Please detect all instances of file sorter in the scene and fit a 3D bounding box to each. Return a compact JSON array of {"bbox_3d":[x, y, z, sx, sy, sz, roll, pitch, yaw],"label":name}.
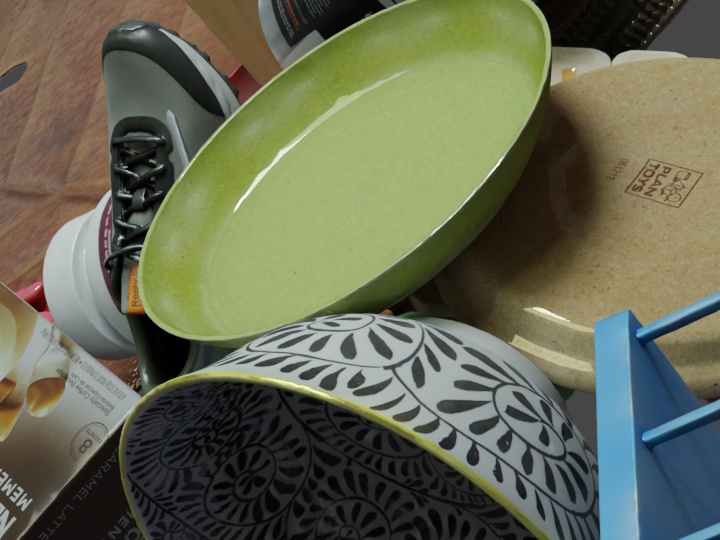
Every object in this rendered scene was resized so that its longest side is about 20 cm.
[{"bbox_3d":[0.151,0.100,0.487,0.122,0.139,0.201,-27,31,25],"label":"file sorter"}]

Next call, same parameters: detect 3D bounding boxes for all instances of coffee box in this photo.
[{"bbox_3d":[-0.185,0.092,0.985,0.115,0.080,0.199,-49,43,-9],"label":"coffee box"}]

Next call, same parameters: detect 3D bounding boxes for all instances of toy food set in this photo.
[{"bbox_3d":[0.120,-0.018,0.703,0.196,0.049,0.201,6,45,19],"label":"toy food set"}]

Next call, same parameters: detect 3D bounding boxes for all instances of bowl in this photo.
[{"bbox_3d":[0.020,0.080,0.644,0.200,0.201,0.094,-14,31,45],"label":"bowl"}]

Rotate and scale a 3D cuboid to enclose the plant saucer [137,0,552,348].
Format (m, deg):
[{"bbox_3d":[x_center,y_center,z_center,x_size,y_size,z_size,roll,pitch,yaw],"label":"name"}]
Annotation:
[{"bbox_3d":[-0.002,-0.038,0.724,0.199,0.031,0.201,-28,31,18],"label":"plant saucer"}]

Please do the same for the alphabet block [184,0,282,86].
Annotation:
[{"bbox_3d":[-0.038,-0.271,1.105,0.195,0.200,0.196,-31,30,25],"label":"alphabet block"}]

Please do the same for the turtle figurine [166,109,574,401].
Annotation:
[{"bbox_3d":[0.000,0.000,0.819,0.193,0.143,0.202,17,88,48],"label":"turtle figurine"}]

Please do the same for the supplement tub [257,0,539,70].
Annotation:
[{"bbox_3d":[0.031,-0.168,0.931,0.123,0.122,0.200,-56,10,-24],"label":"supplement tub"}]

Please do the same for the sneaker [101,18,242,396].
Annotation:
[{"bbox_3d":[-0.095,-0.026,0.897,0.073,0.202,0.079,2,21,38],"label":"sneaker"}]

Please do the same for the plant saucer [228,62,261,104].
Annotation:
[{"bbox_3d":[-0.001,-0.144,1.134,0.200,0.037,0.200,-49,26,-8],"label":"plant saucer"}]

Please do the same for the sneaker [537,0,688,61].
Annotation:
[{"bbox_3d":[0.106,-0.110,0.958,0.200,0.071,0.076,-43,6,-1],"label":"sneaker"}]

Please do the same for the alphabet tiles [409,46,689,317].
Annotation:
[{"bbox_3d":[0.090,-0.046,0.794,0.198,0.015,0.197,4,42,8],"label":"alphabet tiles"}]

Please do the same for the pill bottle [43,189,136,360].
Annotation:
[{"bbox_3d":[-0.089,-0.013,1.025,0.199,0.110,0.110,-18,36,41],"label":"pill bottle"}]

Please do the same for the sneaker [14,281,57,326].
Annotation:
[{"bbox_3d":[-0.228,0.063,1.155,0.087,0.074,0.200,-38,27,7],"label":"sneaker"}]
